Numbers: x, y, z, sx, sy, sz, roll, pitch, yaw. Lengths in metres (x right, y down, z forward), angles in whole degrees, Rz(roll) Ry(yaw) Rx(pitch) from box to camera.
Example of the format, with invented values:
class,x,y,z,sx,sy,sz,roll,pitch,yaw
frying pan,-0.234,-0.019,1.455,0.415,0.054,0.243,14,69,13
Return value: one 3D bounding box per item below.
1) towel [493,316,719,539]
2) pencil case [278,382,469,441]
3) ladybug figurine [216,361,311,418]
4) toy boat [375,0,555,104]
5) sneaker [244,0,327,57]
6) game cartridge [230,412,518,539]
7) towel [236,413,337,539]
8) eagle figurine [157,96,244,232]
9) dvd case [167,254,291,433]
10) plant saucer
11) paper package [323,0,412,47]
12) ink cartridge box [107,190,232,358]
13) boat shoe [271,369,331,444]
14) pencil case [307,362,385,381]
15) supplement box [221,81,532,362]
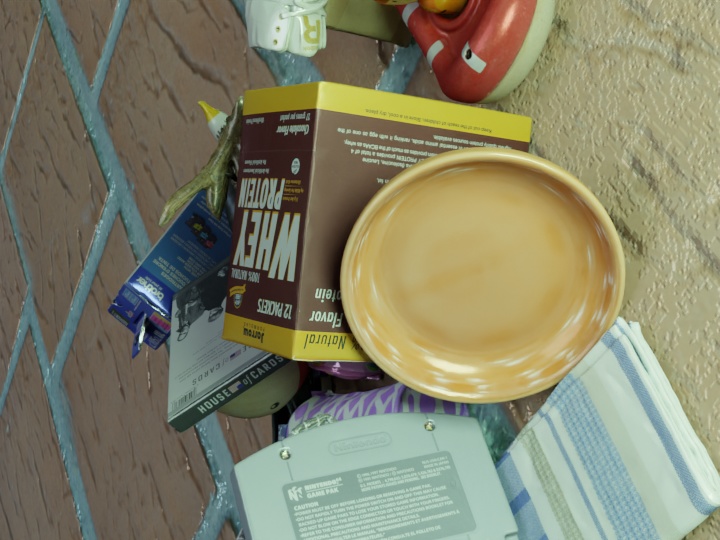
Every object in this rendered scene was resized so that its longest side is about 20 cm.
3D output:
class,x,y,z,sx,sy,sz,roll,pitch,yaw
towel,0.164,0.149,0.852,0.200,0.024,0.148,-58,43,41
pencil case,0.012,0.137,1.054,0.200,0.083,0.086,-17,59,55
ladybug figurine,-0.087,0.063,1.160,0.135,0.072,0.201,-19,37,33
toy boat,0.062,-0.226,0.965,0.131,0.130,0.201,-57,47,39
sneaker,-0.034,-0.241,1.020,0.199,0.073,0.117,-5,93,53
game cartridge,0.009,0.174,0.900,0.041,0.198,0.134,113,144,-57
towel,-0.059,0.233,0.966,0.166,0.085,0.201,107,-173,-55
eagle figurine,-0.092,-0.101,1.109,0.151,0.200,0.152,-14,85,12
dvd case,-0.113,0.044,1.117,0.150,0.025,0.200,-34,31,14
plant saucer,0.085,0.003,0.859,0.038,0.199,0.201,-84,16,-61
paper package,-0.003,-0.334,1.121,0.191,0.103,0.201,47,125,49
ink cartridge box,-0.195,0.000,1.299,0.200,0.076,0.136,-53,6,-23
boat shoe,-0.068,0.188,1.189,0.074,0.066,0.201,-3,82,61
pencil case,0.000,0.000,1.091,0.087,0.087,0.202,4,90,59
supplement box,0.011,-0.033,0.963,0.133,0.196,0.202,8,93,59
